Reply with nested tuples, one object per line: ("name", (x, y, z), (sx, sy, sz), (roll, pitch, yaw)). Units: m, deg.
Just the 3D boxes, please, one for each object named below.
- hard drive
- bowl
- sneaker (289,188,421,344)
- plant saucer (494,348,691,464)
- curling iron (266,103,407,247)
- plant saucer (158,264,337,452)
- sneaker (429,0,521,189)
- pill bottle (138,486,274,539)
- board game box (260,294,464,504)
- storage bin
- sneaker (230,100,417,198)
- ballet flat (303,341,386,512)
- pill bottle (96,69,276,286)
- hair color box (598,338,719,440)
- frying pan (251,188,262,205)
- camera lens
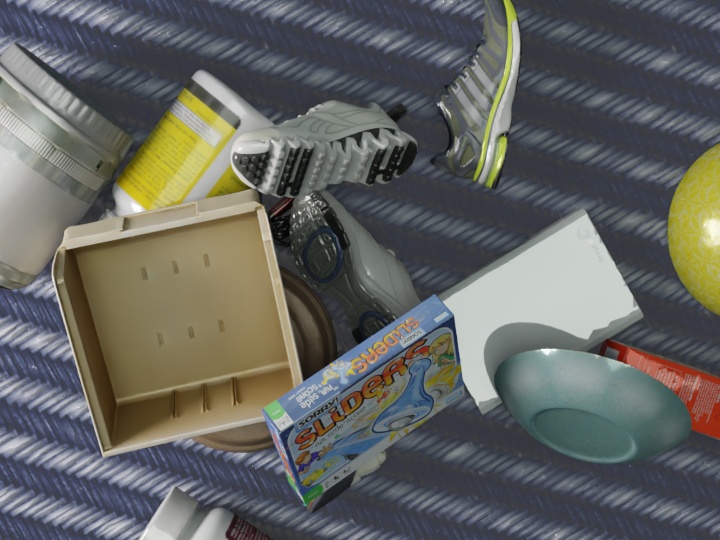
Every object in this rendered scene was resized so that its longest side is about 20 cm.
("hard drive", (0.179, 0.042, 1.241), (0.199, 0.026, 0.133), (-31, 94, 0))
("bowl", (0.425, -0.041, 1.205), (0.197, 0.108, 0.203), (0, 94, -3))
("sneaker", (0.000, 0.000, 1.195), (0.074, 0.087, 0.201), (-29, 96, 37))
("plant saucer", (0.223, 0.147, 1.165), (0.199, 0.201, 0.039), (23, 60, -3))
("curling iron", (-0.024, -0.100, 1.219), (0.050, 0.026, 0.200), (46, 80, -18))
("plant saucer", (-0.121, 0.089, 1.204), (0.197, 0.029, 0.203), (0, 95, -5))
("sneaker", (0.118, -0.188, 1.205), (0.080, 0.074, 0.203), (7, 91, 1))
("pill bottle", (-0.132, 0.312, 1.202), (0.199, 0.110, 0.110), (34, 91, -3))
("board game box", (0.008, 0.124, 1.130), (0.199, 0.136, 0.034), (-33, 53, -15))
("storage bin", (-0.166, 0.046, 1.110), (0.197, 0.094, 0.201), (-12, 113, -3))
("sneaker", (-0.042, -0.124, 1.149), (0.198, 0.075, 0.082), (-7, 55, -34))
("ballet flat", (0.002, 0.162, 1.221), (0.072, 0.073, 0.202), (19, 90, -3))
("pill bottle", (-0.174, -0.088, 1.177), (0.114, 0.114, 0.201), (37, 91, -4))
("hair color box", (0.345, 0.132, 1.214), (0.198, 0.102, 0.062), (18, 91, -2))
("frying pan", (-0.138, 0.007, 1.223), (0.113, 0.031, 0.192), (-12, 92, -4))
("camera lens", (-0.338, -0.096, 1.147), (0.159, 0.160, 0.201), (38, 91, -4))
